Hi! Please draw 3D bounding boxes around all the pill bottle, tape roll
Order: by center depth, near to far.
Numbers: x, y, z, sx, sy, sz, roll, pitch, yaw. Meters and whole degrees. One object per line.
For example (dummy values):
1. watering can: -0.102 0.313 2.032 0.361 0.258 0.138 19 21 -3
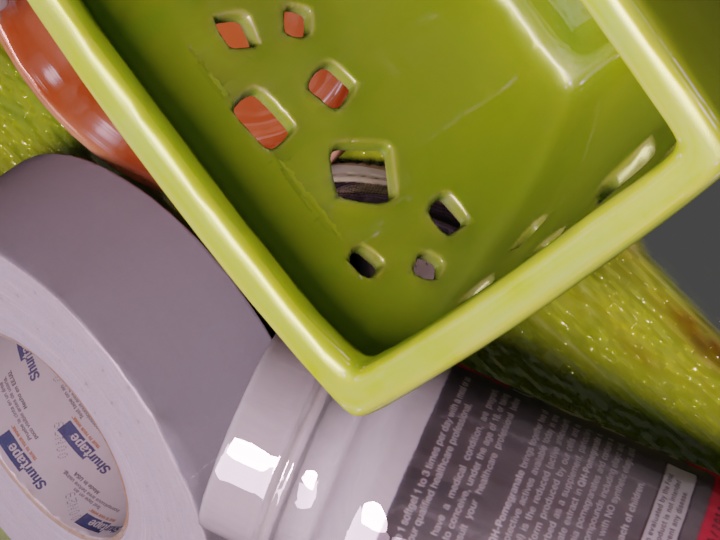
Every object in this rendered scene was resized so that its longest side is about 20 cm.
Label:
1. pill bottle: 0.045 0.098 1.097 0.200 0.111 0.111 23 130 4
2. tape roll: -0.109 0.053 1.220 0.200 0.066 0.200 36 146 29

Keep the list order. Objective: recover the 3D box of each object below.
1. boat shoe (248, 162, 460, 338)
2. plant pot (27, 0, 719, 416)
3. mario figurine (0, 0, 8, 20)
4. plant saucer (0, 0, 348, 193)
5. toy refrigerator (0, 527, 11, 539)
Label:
1. boat shoe: 0.000 0.000 1.137 0.200 0.065 0.072 -9 112 41
2. plant pot: 0.042 -0.103 0.959 0.199 0.181 0.200 53 135 -1
3. mario figurine: -0.193 -0.120 1.202 0.106 0.124 0.200 7 129 -3
4. plant saucer: -0.070 -0.122 1.140 0.200 0.032 0.200 18 125 28
5. toy refrigerator: -0.167 0.147 1.350 0.200 0.076 0.070 14 124 32
